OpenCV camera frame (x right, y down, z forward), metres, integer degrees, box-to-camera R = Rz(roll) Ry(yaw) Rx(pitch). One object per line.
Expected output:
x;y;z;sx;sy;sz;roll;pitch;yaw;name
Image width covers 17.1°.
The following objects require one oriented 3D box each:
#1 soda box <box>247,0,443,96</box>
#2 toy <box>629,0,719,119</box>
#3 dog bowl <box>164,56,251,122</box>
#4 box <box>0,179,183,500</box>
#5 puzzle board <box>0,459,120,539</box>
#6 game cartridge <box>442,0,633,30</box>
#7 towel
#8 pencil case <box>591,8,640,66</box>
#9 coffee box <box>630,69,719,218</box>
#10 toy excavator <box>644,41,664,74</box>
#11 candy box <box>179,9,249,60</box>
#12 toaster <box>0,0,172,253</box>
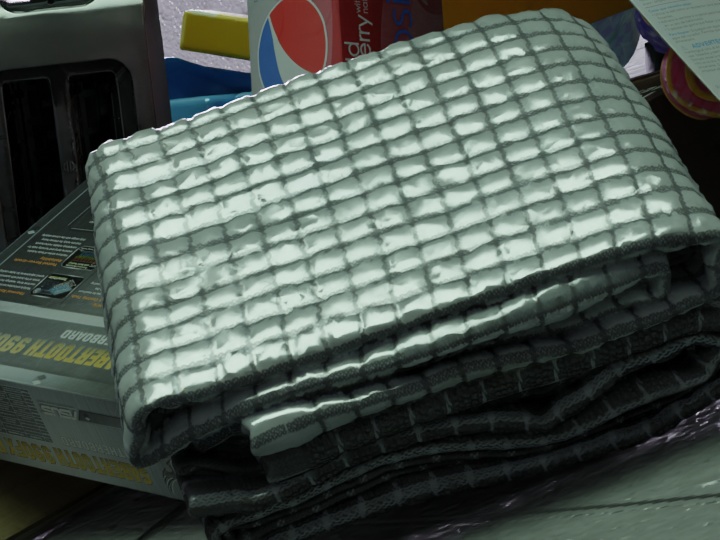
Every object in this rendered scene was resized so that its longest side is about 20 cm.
-0.004;-0.061;1.058;0.063;0.201;0.070;3;-10;-40;soda box
0.156;-0.082;0.962;0.115;0.200;0.047;-9;-43;-39;toy
-0.059;-0.057;1.260;0.049;0.112;0.200;4;-3;-42;dog bowl
-0.071;0.017;0.966;0.200;0.048;0.158;6;40;42;box
-0.174;0.066;1.027;0.150;0.017;0.200;29;34;26;puzzle board
0.079;-0.181;1.074;0.200;0.176;0.033;-17;46;37;game cartridge
0.014;0.005;0.807;0.199;0.086;0.166;-19;36;-1;towel
0.099;-0.177;1.178;0.083;0.200;0.091;23;62;20;pencil case
0.102;-0.037;1.080;0.114;0.080;0.200;-26;10;-39;coffee box
0.261;-0.149;1.271;0.194;0.100;0.200;-3;-1;27;toy excavator
0.008;-0.116;1.306;0.199;0.026;0.102;10;9;5;candy box
-0.184;-0.054;1.197;0.180;0.201;0.119;-6;13;-1;toaster
